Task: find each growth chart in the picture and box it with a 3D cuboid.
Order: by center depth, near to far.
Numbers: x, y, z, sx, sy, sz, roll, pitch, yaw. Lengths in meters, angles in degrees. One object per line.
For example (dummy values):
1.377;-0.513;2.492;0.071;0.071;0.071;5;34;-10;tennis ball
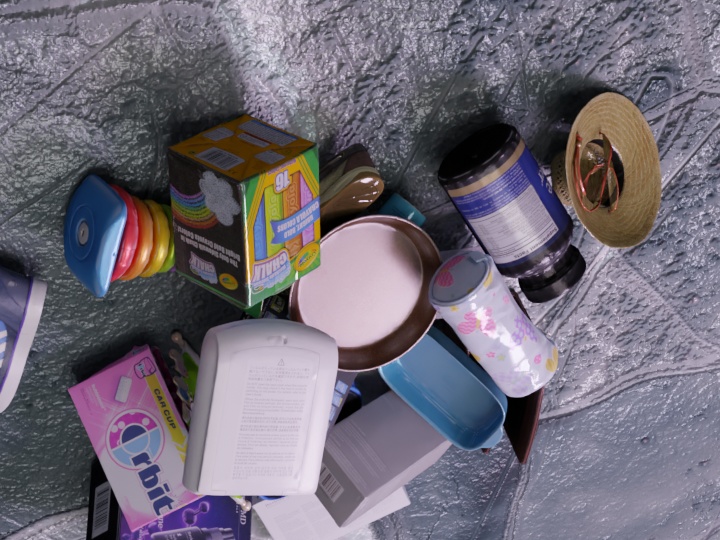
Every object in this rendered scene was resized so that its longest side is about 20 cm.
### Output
-0.188;0.182;1.723;0.018;0.202;0.145;-24;141;11;growth chart

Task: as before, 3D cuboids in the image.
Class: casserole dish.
0.110;0.145;1.812;0.200;0.039;0.121;42;134;4;casserole dish

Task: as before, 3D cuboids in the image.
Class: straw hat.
0.279;-0.117;1.720;0.084;0.204;0.200;-7;149;45;straw hat

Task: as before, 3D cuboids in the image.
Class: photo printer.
-0.113;0.155;1.608;0.164;0.069;0.203;3;103;-26;photo printer

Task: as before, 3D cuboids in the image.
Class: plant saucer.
0.004;0.023;1.667;0.197;0.035;0.203;-9;115;-19;plant saucer

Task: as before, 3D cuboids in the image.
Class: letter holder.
0.171;0.154;1.865;0.099;0.143;0.202;-6;130;-16;letter holder

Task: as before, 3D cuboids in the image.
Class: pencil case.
0.162;0.066;1.691;0.090;0.084;0.200;-33;126;11;pencil case

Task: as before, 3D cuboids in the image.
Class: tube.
0.000;0.000;1.697;0.077;0.050;0.201;38;89;-17;tube

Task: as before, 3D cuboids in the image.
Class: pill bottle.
0.185;-0.064;1.675;0.111;0.112;0.201;-32;111;8;pill bottle

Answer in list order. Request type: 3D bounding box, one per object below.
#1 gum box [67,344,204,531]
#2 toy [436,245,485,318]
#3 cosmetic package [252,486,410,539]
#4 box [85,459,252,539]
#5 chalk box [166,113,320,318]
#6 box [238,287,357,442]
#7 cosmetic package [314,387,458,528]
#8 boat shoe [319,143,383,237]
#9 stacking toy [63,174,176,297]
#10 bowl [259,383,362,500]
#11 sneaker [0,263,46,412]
-0.265;0.200;1.718;0.112;0.202;0.066;-26;176;1;gum box
0.078;0.010;1.778;0.197;0.048;0.116;-10;135;-6;toy
-0.044;0.311;1.971;0.198;0.052;0.152;-24;137;0;cosmetic package
-0.247;0.326;1.827;0.198;0.150;0.104;16;150;-31;box
-0.126;-0.048;1.556;0.123;0.124;0.202;-30;133;-39;chalk box
-0.088;0.119;1.711;0.160;0.049;0.202;34;72;-25;box
0.025;0.234;1.836;0.199;0.107;0.091;-24;157;-43;cosmetic package
-0.053;-0.077;1.647;0.199;0.066;0.073;-32;145;30;boat shoe
-0.228;-0.036;1.600;0.198;0.110;0.118;4;112;-38;stacking toy
-0.075;0.216;1.829;0.200;0.039;0.202;-38;152;-24;bowl
-0.453;0.069;1.611;0.145;0.081;0.201;15;125;-20;sneaker
